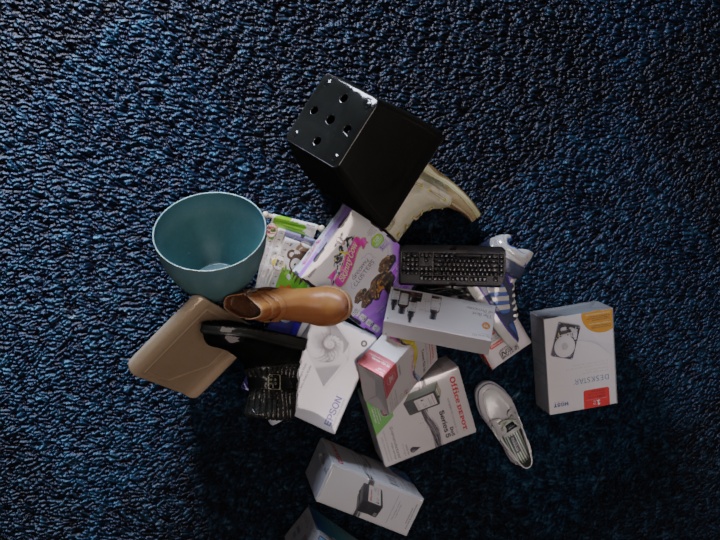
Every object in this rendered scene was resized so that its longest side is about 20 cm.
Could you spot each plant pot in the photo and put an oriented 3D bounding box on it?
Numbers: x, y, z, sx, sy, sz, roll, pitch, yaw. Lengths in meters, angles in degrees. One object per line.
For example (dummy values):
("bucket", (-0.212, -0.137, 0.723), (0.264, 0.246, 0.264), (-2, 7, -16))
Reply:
("plant pot", (-0.010, -0.228, 1.602), (0.201, 0.199, 0.177), (-56, 145, 1))
("plant pot", (-0.263, -0.024, 1.633), (0.197, 0.201, 0.136), (-10, 136, -11))

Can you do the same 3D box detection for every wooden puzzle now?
("wooden puzzle", (-0.303, 0.138, 1.660), (0.185, 0.037, 0.200), (-45, 146, 2))

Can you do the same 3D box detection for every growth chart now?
("growth chart", (-0.130, -0.004, 1.738), (0.143, 0.018, 0.203), (7, 98, -15))

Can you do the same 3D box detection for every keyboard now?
("keyboard", (0.169, 0.007, 1.686), (0.197, 0.040, 0.106), (1, 98, 10))

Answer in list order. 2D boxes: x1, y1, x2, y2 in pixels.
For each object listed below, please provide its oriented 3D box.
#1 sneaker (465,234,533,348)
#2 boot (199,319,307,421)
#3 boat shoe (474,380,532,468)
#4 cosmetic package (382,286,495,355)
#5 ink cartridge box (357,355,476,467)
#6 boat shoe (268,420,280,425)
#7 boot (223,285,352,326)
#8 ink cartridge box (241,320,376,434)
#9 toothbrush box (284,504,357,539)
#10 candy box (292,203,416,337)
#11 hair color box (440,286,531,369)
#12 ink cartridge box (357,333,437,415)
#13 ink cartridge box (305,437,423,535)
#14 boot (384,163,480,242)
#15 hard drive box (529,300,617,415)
("sneaker", (0.286, 0.030, 1.741), (0.146, 0.081, 0.201), (-35, 98, 1))
("boot", (-0.196, 0.179, 1.613), (0.209, 0.079, 0.160), (15, 88, -24))
("boat shoe", (0.302, 0.313, 1.863), (0.073, 0.067, 0.201), (-35, 105, -6))
("cosmetic package", (0.144, 0.091, 1.671), (0.197, 0.051, 0.083), (10, 55, 5))
("ink cartridge box", (0.112, 0.276, 1.804), (0.198, 0.084, 0.147), (-19, 103, -9))
("boat shoe", (-0.118, 0.202, 1.754), (0.200, 0.071, 0.091), (-41, 93, -3))
("boot", (-0.128, 0.065, 1.607), (0.198, 0.154, 0.075), (-2, 89, 30))
("ink cartridge box", (-0.096, 0.172, 1.700), (0.198, 0.041, 0.202), (24, 88, -1))
("toothbrush box", (-0.041, 0.572, 1.787), (0.199, 0.146, 0.086), (38, 90, -17))
("candy box", (0.000, 0.000, 1.731), (0.199, 0.071, 0.168), (39, 88, -21))
("hair color box", (0.246, 0.083, 1.816), (0.101, 0.061, 0.201), (-32, 103, -6))
("ink cartridge box", (0.084, 0.158, 1.727), (0.200, 0.067, 0.117), (-46, 145, -30))
("ink cartridge box", (0.004, 0.417, 1.771), (0.198, 0.145, 0.085), (25, 94, -15))
("boot", (0.117, -0.116, 1.749), (0.199, 0.072, 0.155), (36, 90, -11))
("hard drive box", (0.436, 0.177, 1.867), (0.154, 0.077, 0.203), (-9, 101, -11))
